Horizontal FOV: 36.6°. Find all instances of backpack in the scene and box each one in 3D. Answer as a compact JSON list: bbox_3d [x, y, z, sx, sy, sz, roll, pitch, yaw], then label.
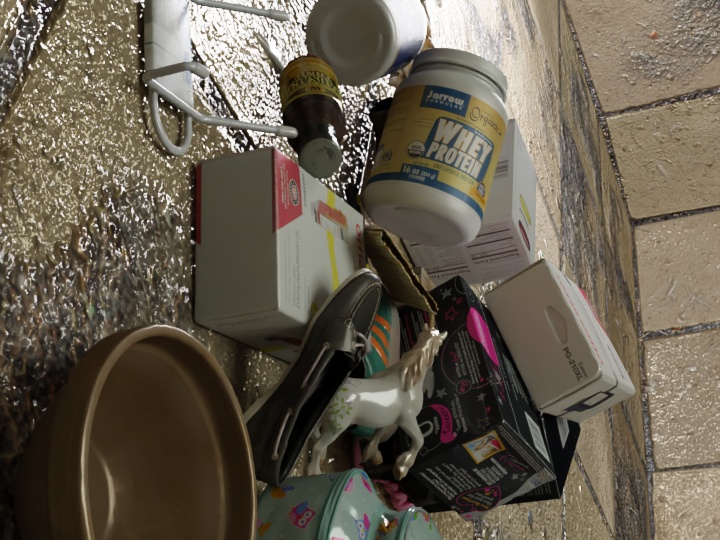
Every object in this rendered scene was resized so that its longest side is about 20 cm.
[{"bbox_3d":[-0.013,0.266,0.910,0.201,0.152,0.177,55,37,-37],"label":"backpack"}]

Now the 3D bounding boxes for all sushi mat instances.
[{"bbox_3d":[0.029,-0.002,1.100,0.096,0.012,0.200,54,-6,-7],"label":"sushi mat"}]

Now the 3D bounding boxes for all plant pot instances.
[{"bbox_3d":[-0.150,0.141,0.684,0.200,0.092,0.204,-12,90,-69],"label":"plant pot"}]

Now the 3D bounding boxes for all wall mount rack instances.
[{"bbox_3d":[-0.125,-0.192,0.934,0.174,0.074,0.203,29,54,-66],"label":"wall mount rack"}]

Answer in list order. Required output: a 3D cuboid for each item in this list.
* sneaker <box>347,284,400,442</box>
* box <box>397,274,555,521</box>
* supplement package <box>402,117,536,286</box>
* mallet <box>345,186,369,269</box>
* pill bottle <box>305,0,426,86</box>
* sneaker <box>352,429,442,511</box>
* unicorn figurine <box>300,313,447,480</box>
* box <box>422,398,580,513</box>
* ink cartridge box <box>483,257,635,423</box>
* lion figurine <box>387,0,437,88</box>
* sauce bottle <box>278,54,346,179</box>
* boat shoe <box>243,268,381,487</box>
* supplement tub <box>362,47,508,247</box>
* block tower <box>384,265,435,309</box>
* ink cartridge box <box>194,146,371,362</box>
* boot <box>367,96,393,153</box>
[{"bbox_3d":[-0.007,0.075,1.116,0.080,0.071,0.202,30,37,-36],"label":"sneaker"},{"bbox_3d":[0.106,0.134,1.136,0.132,0.114,0.201,46,22,-41],"label":"box"},{"bbox_3d":[0.155,-0.090,1.499,0.202,0.154,0.111,-81,152,-42],"label":"supplement package"},{"bbox_3d":[0.000,0.000,1.230,0.066,0.041,0.203,11,66,-65],"label":"mallet"},{"bbox_3d":[0.017,-0.287,1.296,0.200,0.110,0.112,-44,121,-66],"label":"pill bottle"},{"bbox_3d":[0.057,0.207,1.191,0.200,0.094,0.080,49,38,-51],"label":"sneaker"},{"bbox_3d":[0.015,0.124,1.009,0.199,0.073,0.139,-9,118,-44],"label":"unicorn figurine"},{"bbox_3d":[0.165,0.203,1.351,0.200,0.180,0.105,-40,118,-66],"label":"box"},{"bbox_3d":[0.229,0.085,1.232,0.200,0.084,0.146,26,37,-64],"label":"ink cartridge box"},{"bbox_3d":[0.082,-0.323,1.539,0.200,0.072,0.124,-63,140,-61],"label":"lion figurine"},{"bbox_3d":[-0.045,-0.150,1.060,0.201,0.065,0.067,-106,173,-59],"label":"sauce bottle"},{"bbox_3d":[-0.032,0.093,0.917,0.201,0.057,0.067,-53,150,-10],"label":"boat shoe"},{"bbox_3d":[0.093,-0.144,1.291,0.145,0.143,0.202,43,60,-57],"label":"supplement tub"},{"bbox_3d":[0.058,0.100,1.300,0.058,0.053,0.202,49,37,-51],"label":"block tower"},{"bbox_3d":[-0.065,-0.006,0.986,0.200,0.082,0.147,33,50,-63],"label":"ink cartridge box"},{"bbox_3d":[0.062,-0.200,1.423,0.201,0.074,0.098,-66,143,-54],"label":"boot"}]
